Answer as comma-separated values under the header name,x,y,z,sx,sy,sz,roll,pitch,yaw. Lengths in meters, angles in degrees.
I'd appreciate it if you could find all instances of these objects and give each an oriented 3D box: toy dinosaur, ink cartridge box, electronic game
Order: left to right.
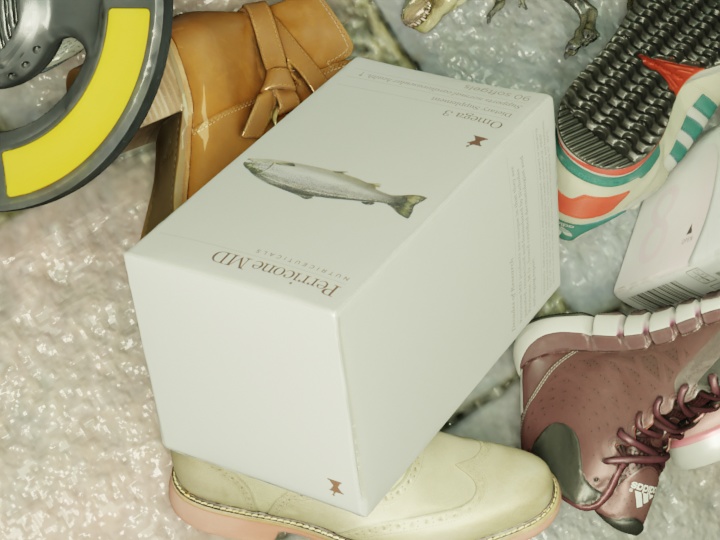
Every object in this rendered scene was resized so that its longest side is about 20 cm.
name,x,y,z,sx,sy,sz,roll,pitch,yaw
electronic game,-0.181,-0.129,0.848,0.199,0.042,0.201,2,96,23
toy dinosaur,0.122,-0.173,0.997,0.200,0.047,0.088,-30,82,-23
ink cartridge box,0.218,-0.081,0.944,0.057,0.163,0.201,20,73,-13

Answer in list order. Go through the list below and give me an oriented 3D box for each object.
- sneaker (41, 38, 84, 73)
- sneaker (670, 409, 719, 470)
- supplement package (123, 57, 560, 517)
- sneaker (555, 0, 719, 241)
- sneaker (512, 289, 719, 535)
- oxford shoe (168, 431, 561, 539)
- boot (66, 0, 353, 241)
name,x,y,z,sx,sy,sz,roll,pitch,yaw
sneaker,-0.120,-0.166,0.872,0.200,0.086,0.078,-39,119,4
sneaker,0.223,0.021,0.971,0.200,0.075,0.105,-37,92,-25
supplement package,0.000,0.000,0.823,0.117,0.118,0.200,15,40,28
sneaker,0.159,-0.091,0.978,0.070,0.094,0.200,34,50,13
sneaker,0.166,0.078,0.887,0.076,0.199,0.116,27,62,-44
oxford shoe,0.001,0.097,0.857,0.199,0.074,0.071,2,39,2
boot,-0.048,-0.044,0.909,0.154,0.074,0.201,-23,96,-29
